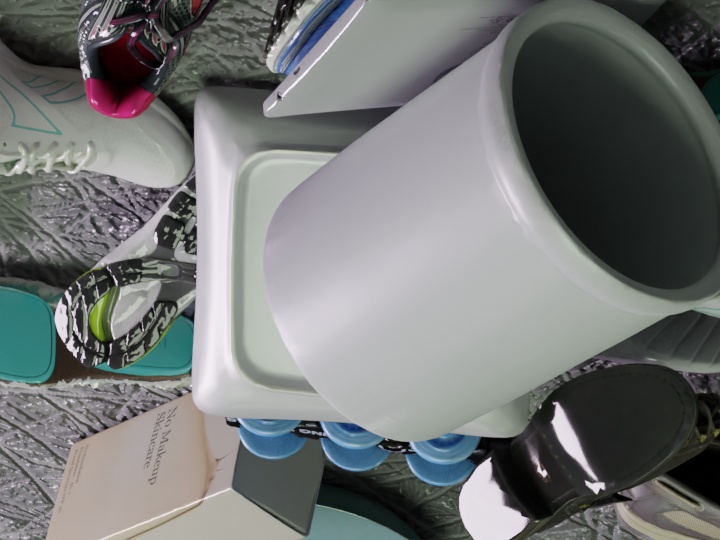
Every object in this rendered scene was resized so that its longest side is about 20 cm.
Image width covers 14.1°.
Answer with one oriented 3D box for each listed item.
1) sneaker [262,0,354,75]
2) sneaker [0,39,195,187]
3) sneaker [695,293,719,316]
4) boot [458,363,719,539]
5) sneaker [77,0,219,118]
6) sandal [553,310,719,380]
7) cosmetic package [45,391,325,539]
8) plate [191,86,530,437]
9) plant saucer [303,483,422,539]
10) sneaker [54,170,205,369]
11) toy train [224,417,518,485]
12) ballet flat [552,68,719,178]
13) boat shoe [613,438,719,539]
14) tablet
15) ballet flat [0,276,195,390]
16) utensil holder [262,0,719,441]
[{"bbox_3d":[0.019,-0.150,1.489,0.089,0.079,0.200,28,142,-19],"label":"sneaker"},{"bbox_3d":[-0.189,-0.082,1.648,0.200,0.080,0.070,22,143,-18],"label":"sneaker"},{"bbox_3d":[0.211,-0.006,1.648,0.200,0.071,0.080,16,-171,-30],"label":"sneaker"},{"bbox_3d":[0.164,0.097,1.740,0.174,0.069,0.200,-14,164,-48],"label":"boot"},{"bbox_3d":[-0.106,-0.158,1.516,0.080,0.075,0.200,12,145,-1],"label":"sneaker"},{"bbox_3d":[0.125,0.032,1.719,0.206,0.079,0.059,16,143,-10],"label":"sandal"},{"bbox_3d":[-0.116,0.146,1.932,0.073,0.104,0.200,35,138,-29],"label":"cosmetic package"},{"bbox_3d":[0.000,0.000,1.649,0.199,0.032,0.201,4,109,7],"label":"plate"},{"bbox_3d":[-0.034,0.200,2.045,0.199,0.036,0.200,8,146,6],"label":"plant saucer"},{"bbox_3d":[-0.095,-0.021,1.720,0.200,0.081,0.074,-32,101,24],"label":"sneaker"},{"bbox_3d":[0.003,0.060,1.762,0.199,0.115,0.087,8,163,3],"label":"toy train"},{"bbox_3d":[0.187,-0.073,1.557,0.199,0.068,0.070,-14,134,31],"label":"ballet flat"},{"bbox_3d":[0.262,0.150,1.853,0.199,0.075,0.073,8,146,3],"label":"boat shoe"},{"bbox_3d":[0.059,-0.116,1.495,0.199,0.014,0.130,-6,157,-33],"label":"tablet"},{"bbox_3d":[-0.178,0.044,1.838,0.199,0.072,0.072,8,146,16],"label":"ballet flat"},{"bbox_3d":[0.070,-0.021,1.499,0.170,0.170,0.200,31,138,-27],"label":"utensil holder"}]
